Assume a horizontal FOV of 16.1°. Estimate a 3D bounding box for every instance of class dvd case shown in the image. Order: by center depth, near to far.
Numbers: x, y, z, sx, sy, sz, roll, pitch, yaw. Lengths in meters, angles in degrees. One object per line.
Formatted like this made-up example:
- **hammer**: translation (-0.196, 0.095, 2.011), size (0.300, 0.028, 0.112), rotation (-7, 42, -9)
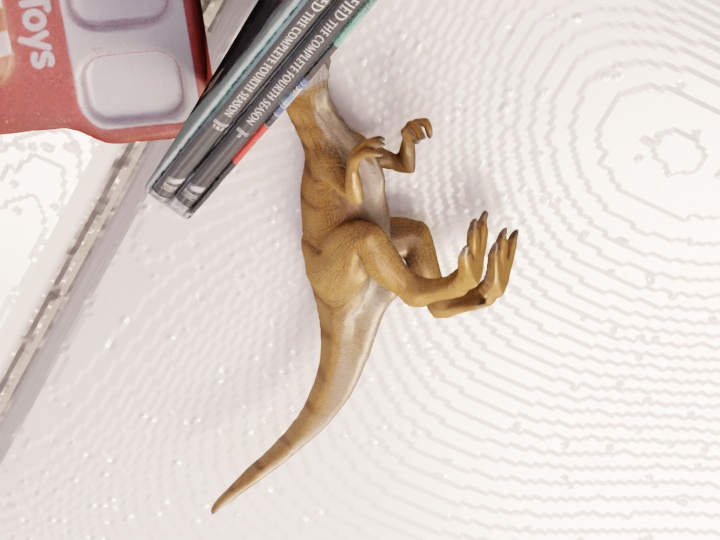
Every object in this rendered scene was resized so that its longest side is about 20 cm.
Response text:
- **dvd case**: translation (0.007, -0.115, 0.790), size (0.022, 0.146, 0.200), rotation (35, 142, -9)

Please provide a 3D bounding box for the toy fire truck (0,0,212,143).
- **toy fire truck**: translation (-0.138, -0.131, 0.829), size (0.167, 0.112, 0.201), rotation (-5, 120, 2)

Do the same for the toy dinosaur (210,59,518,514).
- **toy dinosaur**: translation (0.000, 0.000, 0.957), size (0.106, 0.060, 0.201), rotation (8, 115, 19)
